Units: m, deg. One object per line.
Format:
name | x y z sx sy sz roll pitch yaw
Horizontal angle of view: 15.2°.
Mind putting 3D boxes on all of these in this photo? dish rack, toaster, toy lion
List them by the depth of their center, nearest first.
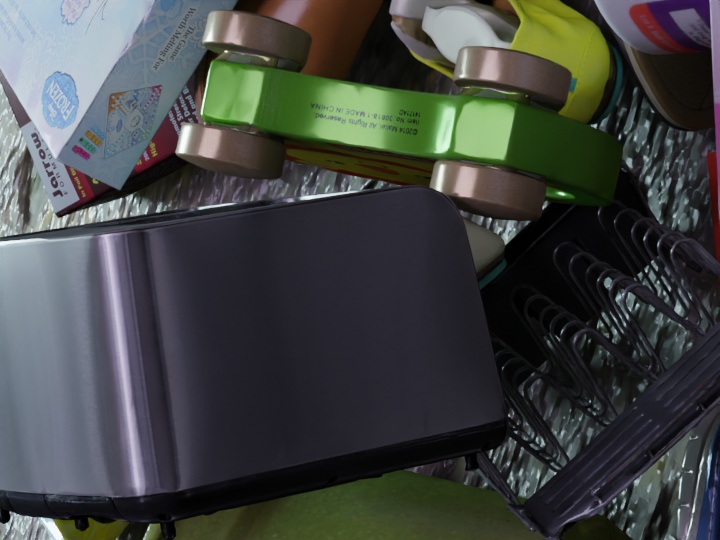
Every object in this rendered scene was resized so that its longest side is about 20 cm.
toaster | -0.070 0.036 1.088 0.180 0.199 0.119 -5 94 57
dish rack | 0.093 0.034 1.137 0.153 0.055 0.200 -44 17 -2
toy lion | 0.027 -0.056 1.180 0.199 0.191 0.069 10 87 30

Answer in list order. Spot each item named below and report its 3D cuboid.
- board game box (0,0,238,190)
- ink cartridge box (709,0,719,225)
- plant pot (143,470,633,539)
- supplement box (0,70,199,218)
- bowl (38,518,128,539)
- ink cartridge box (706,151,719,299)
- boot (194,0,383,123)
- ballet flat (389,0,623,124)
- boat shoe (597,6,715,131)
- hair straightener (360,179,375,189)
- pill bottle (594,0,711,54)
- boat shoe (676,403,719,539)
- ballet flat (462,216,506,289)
board game box | -0.110 -0.168 1.354 0.200 0.043 0.200 -56 31 11
ink cartridge box | 0.180 -0.095 1.016 0.094 0.037 0.201 7 108 34
plant pot | 0.028 0.167 1.197 0.183 0.200 0.202 -1 84 39
supplement box | -0.110 -0.113 1.462 0.200 0.061 0.109 -26 87 46
bowl | -0.165 0.053 1.473 0.107 0.201 0.200 -34 46 -11
ink cartridge box | 0.206 -0.024 1.101 0.199 0.050 0.110 -17 72 46
boot | -0.007 -0.156 1.279 0.201 0.073 0.155 -65 8 -28
ballet flat | 0.052 -0.115 1.253 0.200 0.067 0.067 42 121 61
boat shoe | 0.127 -0.155 1.211 0.066 0.071 0.202 133 122 -73
hair straightener | -0.011 0.029 1.361 0.077 0.041 0.201 18 98 49
pill bottle | 0.194 -0.152 1.077 0.199 0.111 0.112 -5 80 36
boat shoe | 0.167 0.153 1.104 0.072 0.072 0.201 -7 79 48
ballet flat | 0.000 0.000 1.239 0.200 0.069 0.070 152 118 -64
